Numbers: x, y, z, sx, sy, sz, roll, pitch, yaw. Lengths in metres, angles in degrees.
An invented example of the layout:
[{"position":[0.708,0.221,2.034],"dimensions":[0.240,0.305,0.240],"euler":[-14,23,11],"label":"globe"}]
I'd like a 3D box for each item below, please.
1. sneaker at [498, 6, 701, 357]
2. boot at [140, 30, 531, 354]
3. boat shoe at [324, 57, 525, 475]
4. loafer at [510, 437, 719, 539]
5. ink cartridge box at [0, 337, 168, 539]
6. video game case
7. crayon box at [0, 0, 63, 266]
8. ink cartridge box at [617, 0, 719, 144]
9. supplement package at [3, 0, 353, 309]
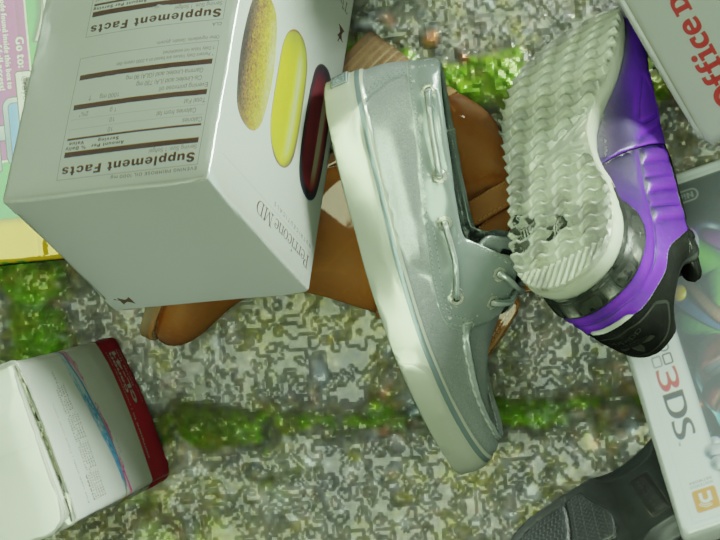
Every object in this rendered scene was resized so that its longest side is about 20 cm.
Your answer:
[{"position":[0.122,-0.036,1.392],"dimensions":[0.069,0.200,0.100],"euler":[-28,126,30],"label":"sneaker"},{"position":[0.000,0.000,1.437],"dimensions":[0.155,0.074,0.200],"euler":[43,99,2],"label":"boot"},{"position":[0.042,-0.004,1.370],"dimensions":[0.071,0.070,0.201],"euler":[-16,97,9],"label":"boat shoe"},{"position":[0.166,0.115,1.424],"dimensions":[0.200,0.063,0.072],"euler":[-28,56,4],"label":"loafer"},{"position":[-0.190,0.098,1.400],"dimensions":[0.147,0.200,0.086],"euler":[-21,87,8],"label":"ink cartridge box"},{"position":[0.225,0.019,1.393],"dimensions":[0.200,0.023,0.182],"euler":[-19,66,8],"label":"video game case"},{"position":[-0.196,-0.101,1.473],"dimensions":[0.172,0.058,0.200],"euler":[-5,90,8],"label":"crayon box"},{"position":[0.210,-0.176,1.364],"dimensions":[0.200,0.084,0.146],"euler":[-29,123,8],"label":"ink cartridge box"},{"position":[-0.081,-0.096,1.377],"dimensions":[0.109,0.114,0.200],"euler":[-6,60,25],"label":"supplement package"}]
